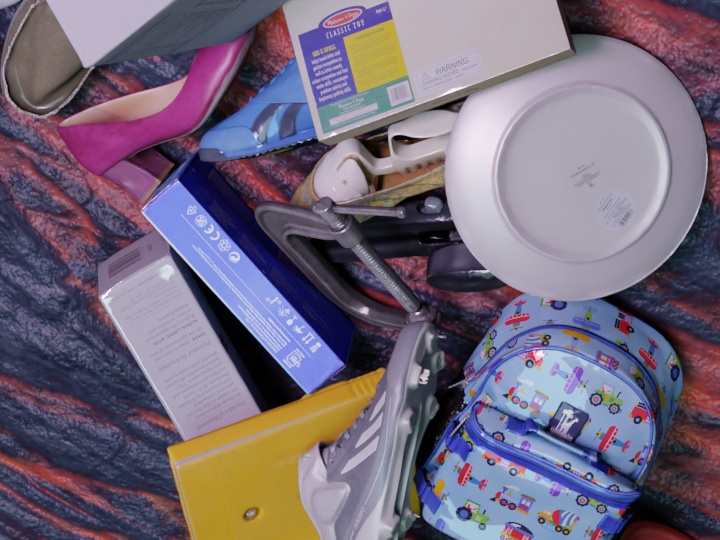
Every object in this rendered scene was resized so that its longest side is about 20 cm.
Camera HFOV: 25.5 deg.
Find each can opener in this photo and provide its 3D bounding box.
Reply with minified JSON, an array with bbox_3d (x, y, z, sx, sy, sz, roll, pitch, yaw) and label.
[{"bbox_3d":[0.037,-0.031,1.260,0.199,0.079,0.064,5,126,24],"label":"can opener"}]

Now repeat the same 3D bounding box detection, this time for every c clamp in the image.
[{"bbox_3d":[0.000,0.000,1.231,0.170,0.027,0.200,13,156,35],"label":"c clamp"}]

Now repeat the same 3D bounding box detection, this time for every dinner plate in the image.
[{"bbox_3d":[0.162,-0.073,1.178,0.199,0.024,0.201,-1,105,-5],"label":"dinner plate"}]

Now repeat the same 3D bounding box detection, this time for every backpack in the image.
[{"bbox_3d":[0.156,0.124,1.262,0.182,0.135,0.201,29,118,-1],"label":"backpack"}]

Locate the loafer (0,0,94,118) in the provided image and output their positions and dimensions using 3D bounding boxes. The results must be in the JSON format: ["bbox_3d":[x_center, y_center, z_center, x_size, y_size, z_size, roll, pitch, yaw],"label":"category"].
[{"bbox_3d":[-0.229,-0.195,1.240,0.075,0.070,0.200,26,121,-14],"label":"loafer"}]

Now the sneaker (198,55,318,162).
[{"bbox_3d":[-0.042,-0.136,1.233,0.199,0.066,0.079,-16,93,25],"label":"sneaker"}]

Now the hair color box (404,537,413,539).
[{"bbox_3d":[-0.049,0.281,1.386,0.199,0.101,0.062,-6,109,39],"label":"hair color box"}]

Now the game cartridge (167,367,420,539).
[{"bbox_3d":[-0.050,0.175,1.324,0.199,0.032,0.177,-20,134,-14],"label":"game cartridge"}]

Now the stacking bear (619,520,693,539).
[{"bbox_3d":[0.198,0.307,1.361,0.114,0.122,0.200,38,128,-8],"label":"stacking bear"}]

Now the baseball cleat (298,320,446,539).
[{"bbox_3d":[0.003,0.131,1.244,0.106,0.070,0.201,13,94,26],"label":"baseball cleat"}]

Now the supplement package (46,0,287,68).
[{"bbox_3d":[-0.132,-0.263,1.084,0.147,0.200,0.192,-31,87,28],"label":"supplement package"}]

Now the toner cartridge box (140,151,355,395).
[{"bbox_3d":[-0.087,0.001,1.288,0.043,0.095,0.200,-39,100,14],"label":"toner cartridge box"}]

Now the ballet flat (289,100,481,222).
[{"bbox_3d":[0.022,-0.085,1.227,0.199,0.071,0.071,-16,111,20],"label":"ballet flat"}]

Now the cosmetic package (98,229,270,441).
[{"bbox_3d":[-0.142,0.074,1.333,0.074,0.102,0.201,-30,108,0],"label":"cosmetic package"}]

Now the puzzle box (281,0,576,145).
[{"bbox_3d":[0.044,-0.185,1.152,0.199,0.025,0.134,-18,80,18],"label":"puzzle box"}]

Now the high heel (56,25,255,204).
[{"bbox_3d":[-0.163,-0.142,1.256,0.096,0.068,0.200,37,120,-7],"label":"high heel"}]

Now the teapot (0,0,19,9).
[{"bbox_3d":[-0.389,-0.158,1.277,0.199,0.146,0.199,10,90,30],"label":"teapot"}]
